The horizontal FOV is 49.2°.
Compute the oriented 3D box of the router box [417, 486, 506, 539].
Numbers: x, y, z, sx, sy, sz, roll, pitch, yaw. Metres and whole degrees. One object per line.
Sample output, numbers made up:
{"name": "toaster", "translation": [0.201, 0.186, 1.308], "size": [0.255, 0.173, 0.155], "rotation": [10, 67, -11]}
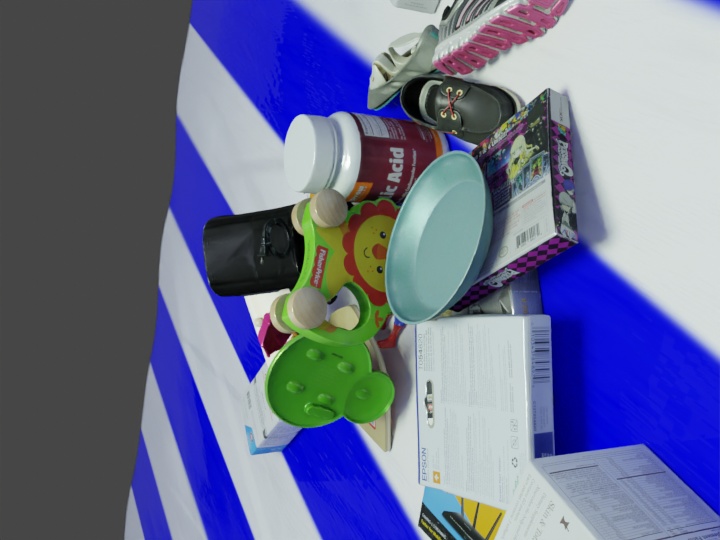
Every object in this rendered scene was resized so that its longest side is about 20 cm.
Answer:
{"name": "router box", "translation": [0.148, 0.280, 0.915], "size": [0.199, 0.050, 0.151], "rotation": [28, 112, 59]}

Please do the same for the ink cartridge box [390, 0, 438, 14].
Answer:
{"name": "ink cartridge box", "translation": [0.088, -0.457, 1.021], "size": [0.201, 0.067, 0.117], "rotation": [-63, 39, 38]}

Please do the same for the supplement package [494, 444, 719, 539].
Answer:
{"name": "supplement package", "translation": [0.229, 0.277, 0.666], "size": [0.200, 0.149, 0.154], "rotation": [49, 130, 50]}

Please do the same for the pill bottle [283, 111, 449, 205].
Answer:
{"name": "pill bottle", "translation": [0.008, -0.145, 1.026], "size": [0.114, 0.198, 0.116], "rotation": [-1, 89, 61]}

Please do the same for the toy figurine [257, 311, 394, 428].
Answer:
{"name": "toy figurine", "translation": [-0.065, 0.113, 1.108], "size": [0.151, 0.198, 0.184], "rotation": [-58, 32, 11]}

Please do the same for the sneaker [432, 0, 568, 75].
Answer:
{"name": "sneaker", "translation": [0.152, -0.300, 0.896], "size": [0.199, 0.073, 0.089], "rotation": [-19, 68, 56]}

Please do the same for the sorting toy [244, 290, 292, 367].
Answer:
{"name": "sorting toy", "translation": [-0.108, 0.068, 1.285], "size": [0.180, 0.106, 0.202], "rotation": [8, -118, -78]}

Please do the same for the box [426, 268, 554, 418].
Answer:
{"name": "box", "translation": [0.139, 0.090, 0.939], "size": [0.199, 0.048, 0.161], "rotation": [-22, 71, 59]}

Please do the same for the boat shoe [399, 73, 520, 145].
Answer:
{"name": "boat shoe", "translation": [0.119, -0.199, 0.970], "size": [0.201, 0.062, 0.075], "rotation": [34, 116, 55]}

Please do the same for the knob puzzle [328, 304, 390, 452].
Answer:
{"name": "knob puzzle", "translation": [0.002, 0.141, 1.183], "size": [0.219, 0.030, 0.222], "rotation": [42, 140, 49]}

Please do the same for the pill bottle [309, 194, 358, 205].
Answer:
{"name": "pill bottle", "translation": [-0.025, -0.088, 1.177], "size": [0.111, 0.110, 0.203], "rotation": [45, 127, 52]}

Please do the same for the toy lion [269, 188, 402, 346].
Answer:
{"name": "toy lion", "translation": [0.000, 0.000, 0.970], "size": [0.068, 0.190, 0.203], "rotation": [-19, 54, 56]}

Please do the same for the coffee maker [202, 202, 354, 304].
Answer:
{"name": "coffee maker", "translation": [-0.125, -0.036, 1.074], "size": [0.198, 0.191, 0.137], "rotation": [-7, 68, 39]}

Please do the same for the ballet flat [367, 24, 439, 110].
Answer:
{"name": "ballet flat", "translation": [0.053, -0.282, 1.079], "size": [0.199, 0.063, 0.068], "rotation": [-17, 40, 58]}

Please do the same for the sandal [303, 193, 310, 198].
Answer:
{"name": "sandal", "translation": [-0.059, -0.118, 1.272], "size": [0.059, 0.078, 0.210], "rotation": [26, 114, 55]}

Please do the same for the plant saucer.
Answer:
{"name": "plant saucer", "translation": [0.093, -0.033, 0.886], "size": [0.200, 0.036, 0.202], "rotation": [-45, 36, 47]}

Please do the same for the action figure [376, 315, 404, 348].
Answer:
{"name": "action figure", "translation": [0.057, 0.019, 1.095], "size": [0.202, 0.051, 0.066], "rotation": [-66, 32, 32]}

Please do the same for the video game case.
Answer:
{"name": "video game case", "translation": [0.155, -0.072, 0.869], "size": [0.200, 0.035, 0.184], "rotation": [-38, 41, 51]}

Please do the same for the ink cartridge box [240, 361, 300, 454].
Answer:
{"name": "ink cartridge box", "translation": [-0.150, 0.241, 1.428], "size": [0.200, 0.067, 0.117], "rotation": [-53, 46, 48]}

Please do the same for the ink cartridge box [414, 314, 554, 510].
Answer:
{"name": "ink cartridge box", "translation": [0.131, 0.149, 0.859], "size": [0.199, 0.040, 0.203], "rotation": [-6, 84, 60]}
